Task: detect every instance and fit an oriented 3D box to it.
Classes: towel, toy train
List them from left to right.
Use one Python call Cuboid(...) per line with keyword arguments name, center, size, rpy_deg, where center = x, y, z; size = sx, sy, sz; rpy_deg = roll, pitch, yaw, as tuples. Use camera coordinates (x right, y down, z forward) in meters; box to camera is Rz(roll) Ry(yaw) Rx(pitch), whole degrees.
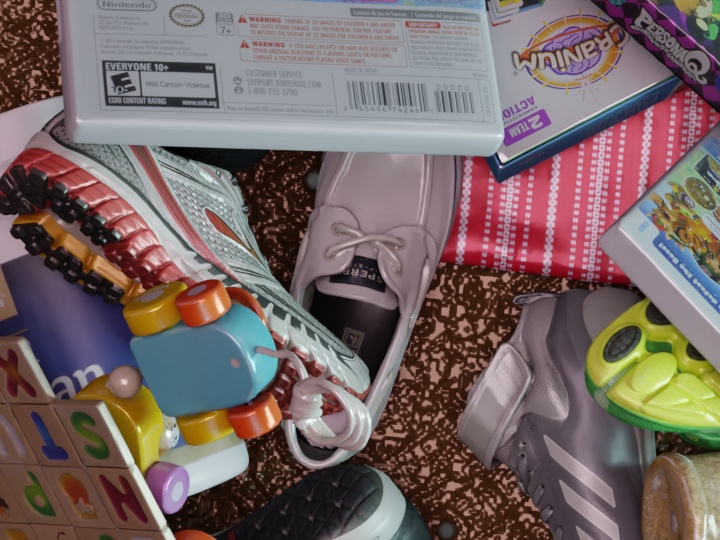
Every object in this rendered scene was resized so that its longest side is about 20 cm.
Cuboid(name="toy train", center=(-0.059, 0.085, 1.337), size=(0.150, 0.056, 0.200), rpy_deg=(36, 131, 10))
Cuboid(name="towel", center=(0.085, -0.070, 1.476), size=(0.200, 0.022, 0.145), rpy_deg=(7, 91, 3))

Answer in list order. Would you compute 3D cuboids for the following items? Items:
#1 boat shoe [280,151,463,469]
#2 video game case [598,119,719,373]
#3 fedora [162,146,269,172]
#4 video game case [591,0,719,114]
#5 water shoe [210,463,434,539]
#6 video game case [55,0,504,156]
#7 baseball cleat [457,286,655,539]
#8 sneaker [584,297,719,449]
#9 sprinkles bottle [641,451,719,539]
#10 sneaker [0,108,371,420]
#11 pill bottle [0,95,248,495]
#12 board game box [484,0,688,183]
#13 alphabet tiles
Cuboid(name="boat shoe", center=(0.000, 0.000, 1.441), size=(0.072, 0.066, 0.200), rpy_deg=(19, 102, 0))
Cuboid(name="video game case", center=(0.200, -0.003, 1.392), size=(0.143, 0.200, 0.018), rpy_deg=(47, 125, 2))
Cuboid(name="fedora", center=(-0.078, -0.119, 1.433), size=(0.200, 0.201, 0.092), rpy_deg=(35, 133, 3))
Cuboid(name="video game case", center=(0.203, -0.166, 1.418), size=(0.181, 0.036, 0.200), rpy_deg=(41, 64, 0))
Cuboid(name="water shoe", center=(-0.055, 0.167, 1.454), size=(0.200, 0.072, 0.079), rpy_deg=(-26, 125, 21))
Cuboid(name="video game case", center=(-0.041, -0.138, 1.363), size=(0.200, 0.024, 0.182), rpy_deg=(1, 63, -16))
Cuboid(name="baseball cleat", center=(0.101, 0.109, 1.458), size=(0.106, 0.070, 0.200), rpy_deg=(-2, 79, 9))
Cuboid(name="sneaker", center=(0.168, 0.055, 1.392), size=(0.084, 0.200, 0.074), rpy_deg=(-48, 63, 30))
Cuboid(name="sprinkles bottle", center=(0.235, 0.111, 1.413), size=(0.200, 0.068, 0.068), rpy_deg=(-4, 89, -16))
Cuboid(name="sneaker", center=(-0.068, -0.007, 1.380), size=(0.200, 0.078, 0.082), rpy_deg=(42, 54, -17))
Cuboid(name="pill bottle", center=(-0.137, 0.022, 1.443), size=(0.111, 0.111, 0.200), rpy_deg=(-21, 88, 3))
Cuboid(name="board game box", center=(0.087, -0.165, 1.449), size=(0.153, 0.040, 0.200), rpy_deg=(-26, 81, -3))
Cuboid(name="alphabet tiles", center=(-0.141, 0.116, 1.374), size=(0.006, 0.166, 0.200), rpy_deg=(-40, 114, -36))
